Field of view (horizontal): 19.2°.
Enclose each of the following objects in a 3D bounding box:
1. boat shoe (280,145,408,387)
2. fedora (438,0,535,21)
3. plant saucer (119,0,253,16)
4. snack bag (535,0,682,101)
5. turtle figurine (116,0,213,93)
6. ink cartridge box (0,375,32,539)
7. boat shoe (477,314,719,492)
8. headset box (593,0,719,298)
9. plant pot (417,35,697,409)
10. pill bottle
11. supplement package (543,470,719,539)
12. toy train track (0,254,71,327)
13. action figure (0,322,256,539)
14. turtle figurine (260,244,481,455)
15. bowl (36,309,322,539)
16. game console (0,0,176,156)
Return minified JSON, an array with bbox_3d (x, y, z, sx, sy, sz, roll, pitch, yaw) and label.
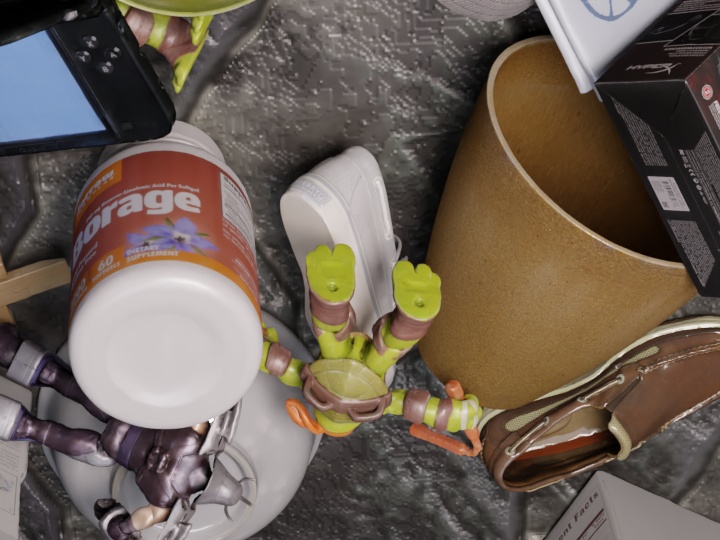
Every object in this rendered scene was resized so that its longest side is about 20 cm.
[{"bbox_3d":[0.000,0.000,1.366,0.068,0.072,0.201,-40,137,-21],"label":"boat shoe"},{"bbox_3d":[0.033,-0.227,1.183,0.090,0.178,0.200,-7,150,43],"label":"fedora"},{"bbox_3d":[-0.104,-0.239,1.167,0.199,0.031,0.202,-1,92,-29],"label":"plant saucer"},{"bbox_3d":[0.157,-0.228,1.194,0.200,0.021,0.189,-40,114,-21],"label":"snack bag"},{"bbox_3d":[-0.165,-0.166,1.241,0.160,0.065,0.201,25,131,-4],"label":"turtle figurine"},{"bbox_3d":[-0.303,0.097,1.333,0.199,0.174,0.044,29,117,-22],"label":"ink cartridge box"},{"bbox_3d":[0.177,0.100,1.444,0.201,0.075,0.075,-25,122,10],"label":"boat shoe"},{"bbox_3d":[0.244,-0.101,1.198,0.200,0.077,0.149,-42,116,-27],"label":"headset box"},{"bbox_3d":[0.119,-0.009,1.322,0.185,0.187,0.200,17,133,-16],"label":"plant pot"},{"bbox_3d":[-0.118,-0.006,1.269,0.111,0.200,0.113,-3,123,-5],"label":"pill bottle"},{"bbox_3d":[0.198,0.258,1.474,0.116,0.200,0.118,24,118,-20],"label":"supplement package"},{"bbox_3d":[-0.249,-0.017,1.328,0.114,0.033,0.201,-19,144,-7],"label":"toy train track"},{"bbox_3d":[-0.153,0.101,1.331,0.199,0.069,0.131,25,80,11],"label":"action figure"},{"bbox_3d":[-0.014,0.055,1.300,0.199,0.065,0.162,22,142,7],"label":"turtle figurine"},{"bbox_3d":[-0.118,0.121,1.419,0.199,0.091,0.202,-3,124,-5],"label":"bowl"},{"bbox_3d":[-0.233,-0.095,1.200,0.199,0.117,0.176,-4,138,23],"label":"game console"}]
